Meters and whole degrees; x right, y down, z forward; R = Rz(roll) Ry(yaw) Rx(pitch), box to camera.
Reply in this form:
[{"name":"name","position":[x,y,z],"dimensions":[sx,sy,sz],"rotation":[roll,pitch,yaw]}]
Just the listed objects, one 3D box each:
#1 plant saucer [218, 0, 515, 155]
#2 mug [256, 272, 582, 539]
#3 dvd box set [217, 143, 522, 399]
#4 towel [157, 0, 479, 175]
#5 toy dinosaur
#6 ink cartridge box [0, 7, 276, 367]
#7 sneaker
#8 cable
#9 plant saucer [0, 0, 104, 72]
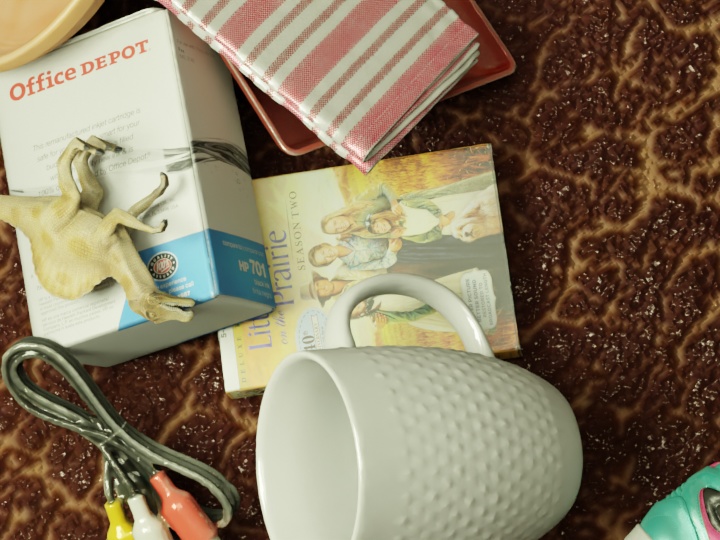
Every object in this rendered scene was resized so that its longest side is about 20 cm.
[{"name":"plant saucer","position":[-0.026,-0.177,1.698],"dimensions":[0.199,0.037,0.200],"rotation":[-23,73,-33]},{"name":"mug","position":[0.038,0.096,1.601],"dimensions":[0.175,0.148,0.200],"rotation":[-2,68,-28]},{"name":"dvd box set","position":[0.000,0.000,1.698],"dimensions":[0.200,0.029,0.147],"rotation":[-8,76,5]},{"name":"towel","position":[-0.033,-0.165,1.651],"dimensions":[0.200,0.030,0.146],"rotation":[39,53,5]},{"name":"toy dinosaur","position":[-0.185,-0.035,1.614],"dimensions":[0.200,0.058,0.101],"rotation":[27,98,28]},{"name":"ink cartridge box","position":[-0.151,-0.052,1.679],"dimensions":[0.146,0.086,0.200],"rotation":[-18,73,26]},{"name":"sneaker","position":[0.278,0.189,1.596],"dimensions":[0.200,0.084,0.121],"rotation":[38,94,15]},{"name":"cable","position":[-0.153,0.124,1.641],"dimensions":[0.097,0.050,0.200],"rotation":[-27,107,23]},{"name":"plant saucer","position":[-0.215,-0.220,1.691],"dimensions":[0.200,0.037,0.200],"rotation":[-20,58,35]}]
